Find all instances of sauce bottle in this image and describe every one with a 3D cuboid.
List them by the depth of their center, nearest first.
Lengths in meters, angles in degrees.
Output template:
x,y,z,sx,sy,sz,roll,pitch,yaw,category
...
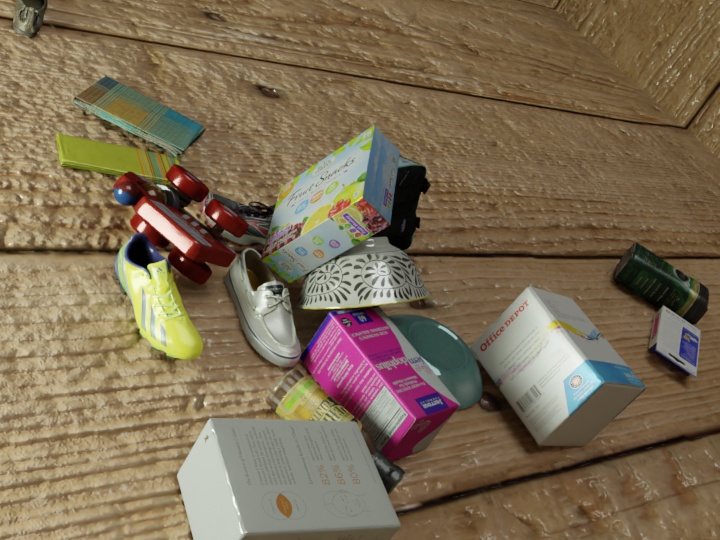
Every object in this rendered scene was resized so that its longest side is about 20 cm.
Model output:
x,y,z,sx,sy,sz,roll,pitch,yaw,category
-0.030,0.210,1.204,0.200,0.065,0.065,38,33,11,sauce bottle

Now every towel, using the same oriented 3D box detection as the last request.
x,y,z,sx,sy,sz,roll,pitch,yaw,category
-0.379,-0.173,1.484,0.200,0.018,0.086,9,33,-30,towel
-0.374,-0.264,1.597,0.200,0.022,0.147,27,26,-4,towel

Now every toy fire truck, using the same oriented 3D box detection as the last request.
x,y,z,sx,sy,sz,roll,pitch,yaw,category
-0.262,-0.075,1.296,0.200,0.112,0.168,40,3,15,toy fire truck

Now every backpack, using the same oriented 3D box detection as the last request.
x,y,z,sx,sy,sz,roll,pitch,yaw,category
-0.002,-0.116,1.576,0.153,0.176,0.200,29,29,30,backpack

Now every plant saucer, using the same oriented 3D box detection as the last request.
x,y,z,sx,sy,sz,roll,pitch,yaw,category
0.113,0.129,1.458,0.201,0.039,0.201,22,32,-15,plant saucer

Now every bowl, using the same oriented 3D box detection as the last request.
x,y,z,sx,sy,sz,roll,pitch,yaw,category
0.000,0.000,1.383,0.201,0.094,0.201,-6,3,0,bowl

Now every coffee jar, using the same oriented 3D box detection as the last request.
x,y,z,sx,sy,sz,roll,pitch,yaw,category
0.644,0.031,1.989,0.200,0.085,0.104,33,29,5,coffee jar

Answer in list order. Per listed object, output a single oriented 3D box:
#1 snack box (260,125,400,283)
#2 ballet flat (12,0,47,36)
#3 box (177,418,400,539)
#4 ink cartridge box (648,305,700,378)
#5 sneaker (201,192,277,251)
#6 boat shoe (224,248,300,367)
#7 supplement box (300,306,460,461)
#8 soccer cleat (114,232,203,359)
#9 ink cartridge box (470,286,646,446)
x,y,z,sx,sy,sz,roll,pitch,yaw,category
-0.042,-0.096,1.359,0.068,0.200,0.169,43,37,-29,snack box
-0.603,-0.493,1.702,0.067,0.046,0.200,15,36,-26,ballet flat
-0.083,0.259,1.053,0.200,0.106,0.152,8,39,-33,box
0.628,0.148,1.865,0.095,0.037,0.200,35,30,4,ink cartridge box
-0.156,-0.078,1.484,0.200,0.075,0.081,23,33,-12,sneaker
-0.133,0.047,1.335,0.071,0.070,0.200,5,41,-36,boat shoe
0.025,0.154,1.293,0.101,0.103,0.200,-9,51,-47,supplement box
-0.266,0.033,1.230,0.065,0.084,0.200,-7,48,-44,soccer cleat
0.307,0.152,1.466,0.146,0.147,0.200,13,35,-47,ink cartridge box
